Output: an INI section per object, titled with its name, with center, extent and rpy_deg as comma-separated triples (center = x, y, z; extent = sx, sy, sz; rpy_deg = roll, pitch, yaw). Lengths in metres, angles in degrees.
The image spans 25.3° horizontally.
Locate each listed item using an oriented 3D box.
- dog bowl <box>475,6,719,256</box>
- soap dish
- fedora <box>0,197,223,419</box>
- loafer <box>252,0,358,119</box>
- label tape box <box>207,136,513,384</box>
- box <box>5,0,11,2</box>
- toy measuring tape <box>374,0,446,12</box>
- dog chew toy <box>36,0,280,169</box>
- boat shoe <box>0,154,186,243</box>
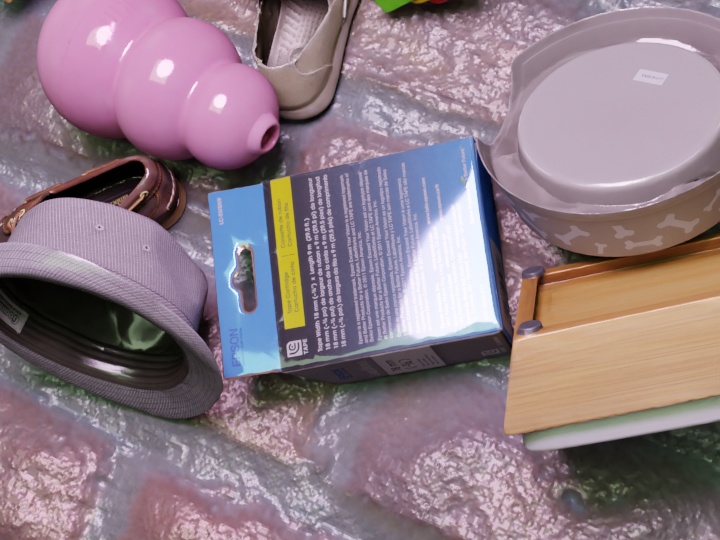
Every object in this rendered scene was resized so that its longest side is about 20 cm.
[dog bowl]
center = 0.180, -0.092, 1.083
extent = 0.199, 0.059, 0.201
rpy_deg = -11, 45, 12
[soap dish]
center = 0.188, 0.038, 1.024
extent = 0.199, 0.157, 0.082
rpy_deg = -13, 106, 13
[fedora]
center = -0.178, 0.016, 1.136
extent = 0.199, 0.177, 0.091
rpy_deg = 23, 59, -6
[loafer]
center = -0.039, -0.217, 1.215
extent = 0.075, 0.068, 0.201
rpy_deg = 2, 75, 14
[label tape box]
center = 0.000, 0.000, 1.140
extent = 0.199, 0.063, 0.145
rpy_deg = -11, 71, 13
[box]
center = -0.242, -0.323, 1.291
extent = 0.200, 0.041, 0.119
rpy_deg = -40, 50, 10
[toy measuring tape]
center = 0.074, -0.243, 1.164
extent = 0.200, 0.073, 0.074
rpy_deg = -17, 65, 48
[dog chew toy]
center = -0.144, -0.139, 1.189
extent = 0.199, 0.125, 0.125
rpy_deg = 30, 83, 25
[boat shoe]
center = -0.232, -0.032, 1.214
extent = 0.199, 0.070, 0.071
rpy_deg = -29, 71, 7
